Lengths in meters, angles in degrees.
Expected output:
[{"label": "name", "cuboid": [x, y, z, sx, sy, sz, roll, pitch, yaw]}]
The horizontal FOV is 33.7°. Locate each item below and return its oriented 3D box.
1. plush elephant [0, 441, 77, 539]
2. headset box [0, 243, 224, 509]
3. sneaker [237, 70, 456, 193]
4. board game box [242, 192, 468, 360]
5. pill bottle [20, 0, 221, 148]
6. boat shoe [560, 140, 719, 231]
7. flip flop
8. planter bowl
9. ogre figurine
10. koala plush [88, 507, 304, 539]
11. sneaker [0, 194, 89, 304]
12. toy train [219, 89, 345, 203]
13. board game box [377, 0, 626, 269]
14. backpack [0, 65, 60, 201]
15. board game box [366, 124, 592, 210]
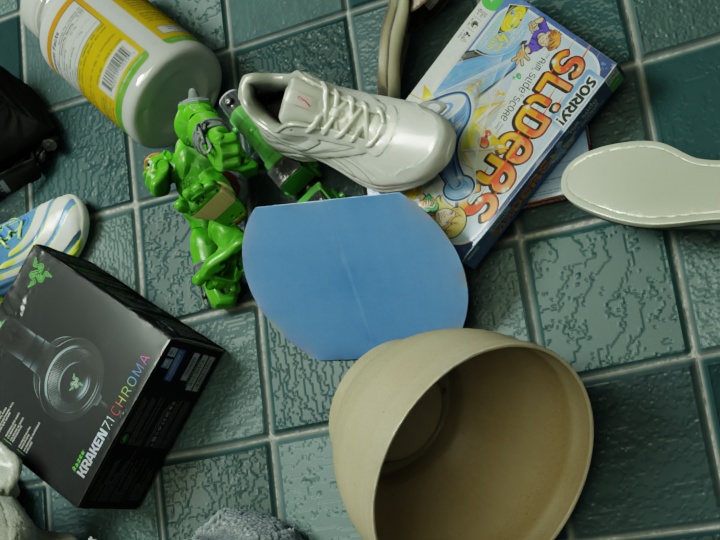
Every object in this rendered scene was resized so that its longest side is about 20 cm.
[{"label": "plush elephant", "cuboid": [-0.329, 0.241, 1.045, 0.154, 0.200, 0.165, -13, 67, 26]}, {"label": "headset box", "cuboid": [-0.259, 0.094, 1.099, 0.200, 0.093, 0.174, 31, 92, 27]}, {"label": "sneaker", "cuboid": [-0.020, -0.118, 0.968, 0.199, 0.099, 0.078, 13, 83, 30]}, {"label": "board game box", "cuboid": [0.000, 0.000, 1.003, 0.199, 0.039, 0.158, -4, 121, 26]}, {"label": "pill bottle", "cuboid": [-0.236, -0.214, 1.142, 0.200, 0.111, 0.111, 40, 97, 26]}, {"label": "boat shoe", "cuboid": [0.254, -0.053, 0.909, 0.199, 0.062, 0.073, 4, 66, 23]}, {"label": "flip flop", "cuboid": [0.054, -0.241, 1.039, 0.057, 0.081, 0.201, 9, 85, 9]}, {"label": "planter bowl", "cuboid": [0.059, 0.128, 0.907, 0.135, 0.200, 0.201, 29, 92, 54]}, {"label": "ogre figurine", "cuboid": [-0.133, -0.068, 1.050, 0.098, 0.200, 0.120, -24, 50, -1]}, {"label": "koala plush", "cuboid": [-0.142, 0.276, 0.948, 0.177, 0.200, 0.184, 38, 96, 26]}, {"label": "sneaker", "cuboid": [-0.358, -0.006, 1.158, 0.200, 0.105, 0.076, -42, 66, 12]}, {"label": "toy train", "cuboid": [-0.065, -0.093, 1.069, 0.042, 0.056, 0.200, -44, 66, 10]}, {"label": "board game box", "cuboid": [0.104, -0.121, 0.987, 0.135, 0.034, 0.200, 41, 98, 26]}, {"label": "backpack", "cuboid": [-0.429, -0.127, 1.201, 0.200, 0.167, 0.127, -40, 46, 15]}, {"label": "board game box", "cuboid": [0.097, -0.095, 1.016, 0.199, 0.019, 0.103, -12, 76, 22]}]
